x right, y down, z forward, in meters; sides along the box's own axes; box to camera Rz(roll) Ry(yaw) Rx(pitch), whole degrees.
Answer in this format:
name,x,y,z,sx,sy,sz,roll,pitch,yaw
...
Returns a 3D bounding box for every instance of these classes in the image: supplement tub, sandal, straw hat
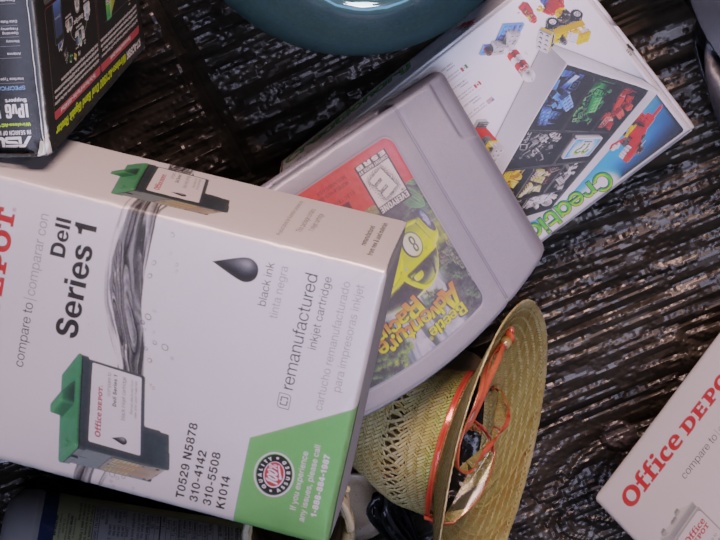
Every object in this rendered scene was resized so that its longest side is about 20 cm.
name,x,y,z,sx,sy,sz,roll,pitch,yaw
supplement tub,-0.122,0.215,1.113,0.200,0.145,0.145,10,113,-8
sandal,0.204,-0.109,1.032,0.043,0.076,0.200,-33,102,9
straw hat,0.040,0.097,1.070,0.085,0.201,0.201,13,115,17

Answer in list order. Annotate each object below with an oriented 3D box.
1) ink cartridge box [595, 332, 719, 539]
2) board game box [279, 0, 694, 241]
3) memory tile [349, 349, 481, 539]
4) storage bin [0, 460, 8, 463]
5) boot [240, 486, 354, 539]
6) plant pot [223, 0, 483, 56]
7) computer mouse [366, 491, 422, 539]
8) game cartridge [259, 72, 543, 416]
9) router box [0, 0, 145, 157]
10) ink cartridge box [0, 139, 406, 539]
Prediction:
name,x,y,z,sx,sy,sz,roll,pitch,yaw
ink cartridge box,0.255,0.146,1.075,0.083,0.200,0.147,7,122,-52
board game box,0.070,-0.071,1.054,0.200,0.035,0.126,-37,108,12
memory tile,-0.033,0.068,1.124,0.200,0.017,0.153,35,108,-18
storage bin,-0.185,0.049,1.025,0.200,0.135,0.094,-7,94,1
boot,-0.043,0.079,1.033,0.072,0.155,0.200,-8,116,-1
plant pot,-0.001,-0.192,0.943,0.200,0.135,0.200,-1,115,-3
computer mouse,0.020,0.241,1.112,0.046,0.200,0.140,-12,135,16
game cartridge,0.000,0.000,0.985,0.200,0.041,0.133,-36,105,-22
router box,-0.161,-0.155,0.908,0.062,0.200,0.150,0,111,8
ink cartridge box,-0.092,0.030,0.891,0.200,0.084,0.146,13,108,4
